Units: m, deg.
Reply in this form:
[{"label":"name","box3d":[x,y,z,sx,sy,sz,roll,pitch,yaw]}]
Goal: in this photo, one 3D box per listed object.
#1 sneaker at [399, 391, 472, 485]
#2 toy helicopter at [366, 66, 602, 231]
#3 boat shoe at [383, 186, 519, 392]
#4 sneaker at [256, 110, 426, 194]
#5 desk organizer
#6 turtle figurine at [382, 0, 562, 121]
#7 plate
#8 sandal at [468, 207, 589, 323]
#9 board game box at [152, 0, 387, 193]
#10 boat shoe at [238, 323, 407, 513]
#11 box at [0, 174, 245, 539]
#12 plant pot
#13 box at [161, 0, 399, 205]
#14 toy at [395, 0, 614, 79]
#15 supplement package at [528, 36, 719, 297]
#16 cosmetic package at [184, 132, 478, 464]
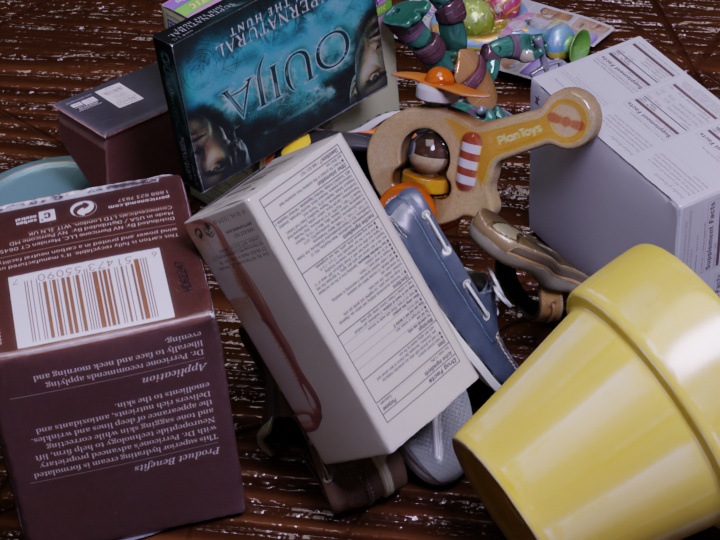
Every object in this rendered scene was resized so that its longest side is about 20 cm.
[{"label":"sneaker","box3d":[0.018,0.080,1.521,0.070,0.080,0.201,-18,65,-31]},{"label":"toy helicopter","box3d":[0.093,-0.107,1.569,0.199,0.133,0.079,-16,2,29]},{"label":"boat shoe","box3d":[0.072,0.019,1.494,0.062,0.200,0.075,-44,28,-5]},{"label":"sneaker","box3d":[0.015,-0.086,1.680,0.199,0.070,0.090,-7,23,-37]},{"label":"desk organizer","box3d":[-0.165,-0.131,1.756,0.199,0.077,0.072,-28,44,-37]},{"label":"turtle figurine","box3d":[0.099,-0.166,1.737,0.100,0.200,0.150,-19,34,28]},{"label":"plate","box3d":[-0.262,-0.044,1.728,0.199,0.026,0.201,-2,40,2]},{"label":"sandal","box3d":[0.132,0.008,1.534,0.080,0.200,0.054,39,97,34]},{"label":"board game box","box3d":[-0.066,-0.164,1.594,0.199,0.136,0.028,-32,41,-28]},{"label":"boat shoe","box3d":[-0.048,0.103,1.504,0.075,0.075,0.202,-30,45,-15]},{"label":"box","box3d":[-0.185,0.068,1.457,0.165,0.201,0.165,-11,41,-8]},{"label":"plant pot","box3d":[0.175,0.115,1.388,0.188,0.201,0.201,-34,47,-9]},{"label":"box","box3d":[-0.063,-0.164,1.713,0.176,0.201,0.096,-35,49,-30]},{"label":"toy","box3d":[0.126,-0.242,1.901,0.199,0.047,0.115,24,47,29]},{"label":"supplement package","box3d":[0.232,-0.059,1.596,0.110,0.157,0.200,-21,43,-20]},{"label":"cosmetic package","box3d":[-0.020,0.021,1.396,0.103,0.201,0.087,-36,11,-36]}]
